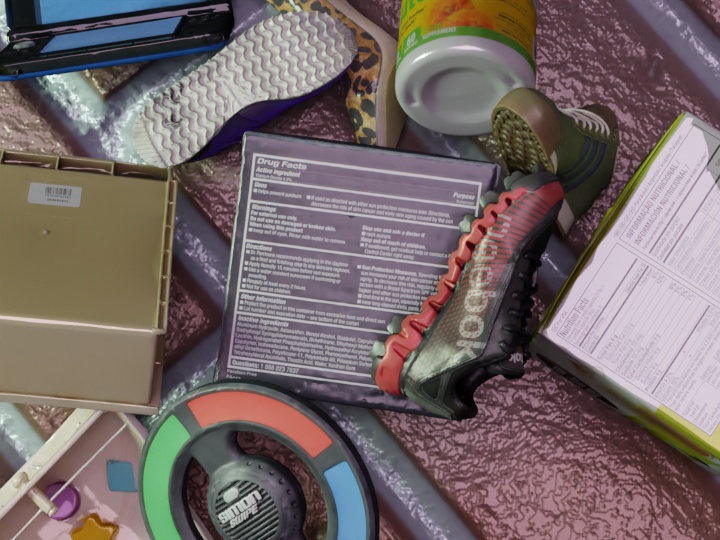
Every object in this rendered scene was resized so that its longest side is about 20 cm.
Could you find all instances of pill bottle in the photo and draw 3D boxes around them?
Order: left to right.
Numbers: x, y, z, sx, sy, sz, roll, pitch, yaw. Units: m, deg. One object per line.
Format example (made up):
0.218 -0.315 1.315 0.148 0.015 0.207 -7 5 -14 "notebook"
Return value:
0.088 -0.220 1.162 0.111 0.111 0.200 3 58 2 "pill bottle"

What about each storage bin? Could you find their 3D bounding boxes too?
-0.250 0.001 1.119 0.200 0.094 0.199 5 44 -8 "storage bin"

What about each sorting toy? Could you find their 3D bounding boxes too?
-0.213 0.222 1.148 0.180 0.107 0.200 44 85 -1 "sorting toy"

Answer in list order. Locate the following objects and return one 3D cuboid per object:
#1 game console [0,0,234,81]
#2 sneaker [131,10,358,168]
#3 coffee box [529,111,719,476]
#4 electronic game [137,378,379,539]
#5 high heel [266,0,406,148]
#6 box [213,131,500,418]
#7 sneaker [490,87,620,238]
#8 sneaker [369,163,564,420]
-0.214 -0.243 1.200 0.200 0.171 0.119 -9 109 1 "game console"
-0.095 -0.150 1.186 0.200 0.100 0.070 -28 88 1 "sneaker"
0.263 0.027 1.102 0.198 0.200 0.200 33 86 6 "coffee box"
-0.080 0.178 1.075 0.200 0.042 0.200 6 107 21 "electronic game"
-0.031 -0.180 1.222 0.142 0.071 0.200 2 94 24 "high heel"
0.000 0.000 1.132 0.200 0.123 0.199 8 96 2 "box"
0.163 -0.106 1.131 0.090 0.200 0.067 -45 63 -8 "sneaker"
0.096 0.023 1.015 0.098 0.071 0.201 37 97 25 "sneaker"
